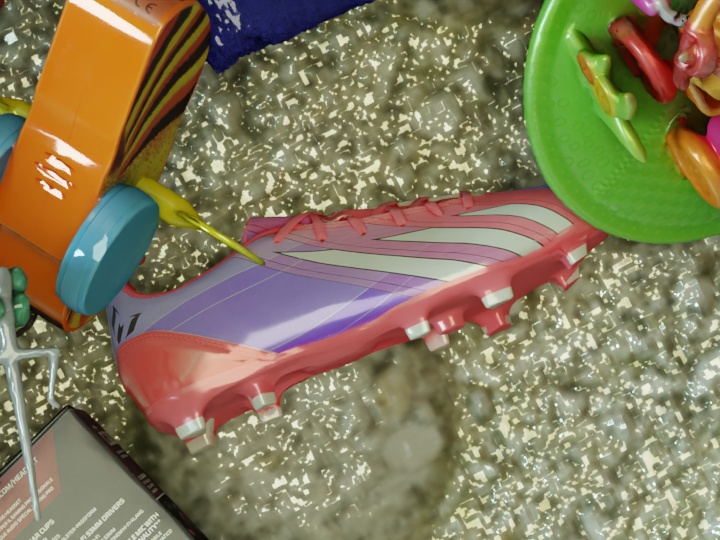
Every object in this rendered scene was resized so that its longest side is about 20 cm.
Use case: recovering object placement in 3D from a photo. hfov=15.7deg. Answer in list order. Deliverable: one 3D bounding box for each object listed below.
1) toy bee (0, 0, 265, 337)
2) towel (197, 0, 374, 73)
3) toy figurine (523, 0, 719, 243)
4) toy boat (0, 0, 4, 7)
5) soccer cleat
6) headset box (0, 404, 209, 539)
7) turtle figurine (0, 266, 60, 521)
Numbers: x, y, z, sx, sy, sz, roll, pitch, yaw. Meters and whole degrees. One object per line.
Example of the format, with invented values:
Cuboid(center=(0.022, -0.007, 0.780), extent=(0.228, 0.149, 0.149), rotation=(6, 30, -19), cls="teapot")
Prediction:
Cuboid(center=(-0.106, -0.025, 0.923), extent=(0.200, 0.109, 0.131), rotation=(-41, 88, 24), cls="toy bee")
Cuboid(center=(-0.054, -0.179, 0.952), extent=(0.147, 0.049, 0.201), rotation=(-28, 91, -45), cls="towel")
Cuboid(center=(0.149, -0.056, 0.865), extent=(0.150, 0.184, 0.201), rotation=(-35, 125, -4), cls="toy figurine")
Cuboid(center=(-0.209, -0.142, 0.875), extent=(0.198, 0.131, 0.131), rotation=(13, 102, -4), cls="toy boat")
Cuboid(center=(0.000, 0.000, 0.984), extent=(0.199, 0.067, 0.077), rotation=(-24, 77, -4), cls="soccer cleat")
Cuboid(center=(-0.104, 0.157, 0.965), extent=(0.149, 0.075, 0.200), rotation=(-45, 89, -4), cls="headset box")
Cuboid(center=(-0.185, 0.014, 0.804), extent=(0.100, 0.150, 0.201), rotation=(-21, 99, 31), cls="turtle figurine")
